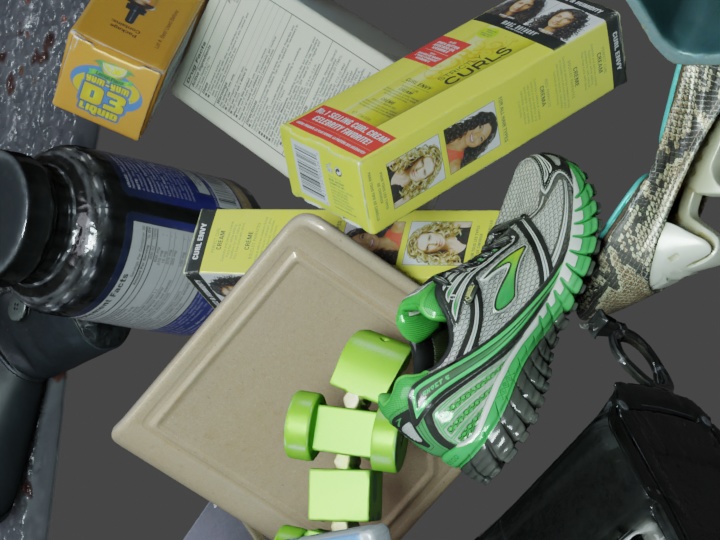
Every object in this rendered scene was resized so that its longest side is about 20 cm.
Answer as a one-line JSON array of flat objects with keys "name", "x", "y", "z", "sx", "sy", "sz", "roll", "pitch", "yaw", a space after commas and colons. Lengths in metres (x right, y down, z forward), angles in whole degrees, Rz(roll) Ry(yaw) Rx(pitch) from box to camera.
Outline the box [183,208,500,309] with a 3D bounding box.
[{"name": "box", "x": 0.000, "y": 0.000, "z": 1.444, "sx": 0.200, "sy": 0.075, "sz": 0.050, "roll": 1, "pitch": 62, "yaw": 24}]

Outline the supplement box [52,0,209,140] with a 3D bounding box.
[{"name": "supplement box", "x": -0.139, "y": -0.173, "z": 1.590, "sx": 0.200, "sy": 0.067, "sz": 0.069, "roll": -68, "pitch": 3, "yaw": -52}]

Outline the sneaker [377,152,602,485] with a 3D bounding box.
[{"name": "sneaker", "x": 0.072, "y": 0.013, "z": 1.318, "sx": 0.078, "sy": 0.085, "sz": 0.200, "roll": -47, "pitch": 18, "yaw": 57}]

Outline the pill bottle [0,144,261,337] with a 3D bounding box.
[{"name": "pill bottle", "x": -0.164, "y": -0.021, "z": 1.570, "sx": 0.112, "sy": 0.200, "sz": 0.112, "roll": -11, "pitch": 74, "yaw": 43}]

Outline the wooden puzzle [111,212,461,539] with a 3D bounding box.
[{"name": "wooden puzzle", "x": -0.019, "y": 0.077, "z": 1.426, "sx": 0.200, "sy": 0.185, "sz": 0.037, "roll": -48, "pitch": 21, "yaw": 22}]

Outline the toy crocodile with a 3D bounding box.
[{"name": "toy crocodile", "x": -0.009, "y": 0.132, "z": 1.351, "sx": 0.067, "sy": 0.062, "sz": 0.200, "roll": 6, "pitch": 85, "yaw": 14}]

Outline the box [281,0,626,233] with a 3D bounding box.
[{"name": "box", "x": 0.055, "y": -0.095, "z": 1.370, "sx": 0.075, "sy": 0.200, "sz": 0.050, "roll": 29, "pitch": 141, "yaw": 45}]

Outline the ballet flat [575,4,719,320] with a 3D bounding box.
[{"name": "ballet flat", "x": 0.186, "y": -0.050, "z": 1.332, "sx": 0.075, "sy": 0.068, "sz": 0.200, "roll": 28, "pitch": 100, "yaw": 24}]

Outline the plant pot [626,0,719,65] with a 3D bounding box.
[{"name": "plant pot", "x": 0.233, "y": -0.242, "z": 1.224, "sx": 0.196, "sy": 0.196, "sz": 0.200, "roll": 3, "pitch": 57, "yaw": 38}]

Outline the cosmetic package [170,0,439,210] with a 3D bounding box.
[{"name": "cosmetic package", "x": -0.025, "y": -0.113, "z": 1.542, "sx": 0.200, "sy": 0.073, "sz": 0.104, "roll": 38, "pitch": 109, "yaw": 43}]

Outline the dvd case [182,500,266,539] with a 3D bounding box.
[{"name": "dvd case", "x": -0.081, "y": 0.261, "z": 1.557, "sx": 0.149, "sy": 0.016, "sz": 0.200, "roll": -55, "pitch": 49, "yaw": 21}]

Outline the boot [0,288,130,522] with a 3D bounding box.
[{"name": "boot", "x": -0.233, "y": 0.070, "z": 1.707, "sx": 0.168, "sy": 0.076, "sz": 0.200, "roll": -23, "pitch": 60, "yaw": 44}]

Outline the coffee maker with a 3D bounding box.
[{"name": "coffee maker", "x": 0.120, "y": 0.166, "z": 1.318, "sx": 0.200, "sy": 0.135, "sz": 0.192, "roll": -45, "pitch": 29, "yaw": 28}]

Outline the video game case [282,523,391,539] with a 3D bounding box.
[{"name": "video game case", "x": -0.039, "y": 0.248, "z": 1.323, "sx": 0.182, "sy": 0.022, "sz": 0.200, "roll": -14, "pitch": 93, "yaw": 32}]
